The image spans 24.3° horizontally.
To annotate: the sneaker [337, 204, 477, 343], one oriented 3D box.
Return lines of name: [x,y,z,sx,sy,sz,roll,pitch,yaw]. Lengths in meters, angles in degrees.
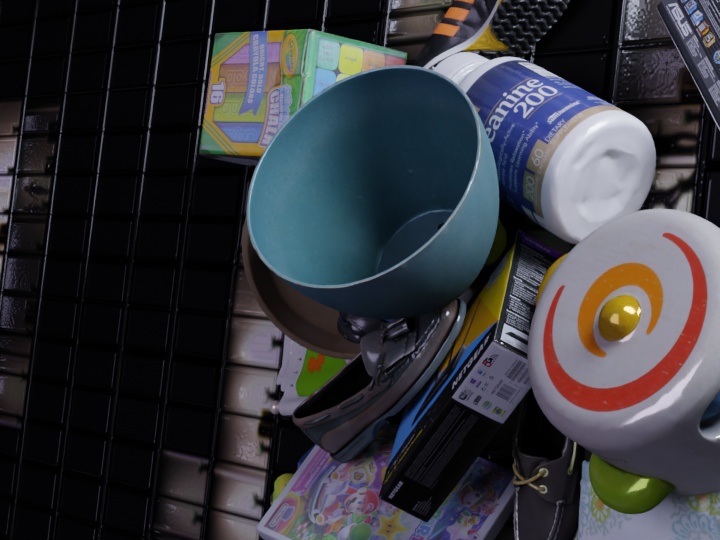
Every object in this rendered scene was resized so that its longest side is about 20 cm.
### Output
sneaker: [0.000,0.000,1.448,0.111,0.200,0.077,-48,6,9]

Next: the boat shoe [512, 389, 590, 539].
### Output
boat shoe: [0.150,0.145,1.340,0.072,0.060,0.203,12,93,49]

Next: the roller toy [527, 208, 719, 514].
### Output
roller toy: [0.217,0.054,1.190,0.182,0.139,0.201,-29,48,31]

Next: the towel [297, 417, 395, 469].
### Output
towel: [0.015,0.224,1.496,0.112,0.048,0.201,-46,51,34]

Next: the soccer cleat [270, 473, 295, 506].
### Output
soccer cleat: [-0.013,0.242,1.456,0.084,0.065,0.200,-39,45,2]

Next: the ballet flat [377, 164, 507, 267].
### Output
ballet flat: [0.044,-0.074,1.422,0.200,0.067,0.067,44,123,0]

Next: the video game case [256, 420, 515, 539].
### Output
video game case: [0.025,0.201,1.418,0.199,0.018,0.143,18,59,37]

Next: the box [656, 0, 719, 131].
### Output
box: [0.318,-0.166,1.211,0.160,0.044,0.201,-45,52,35]

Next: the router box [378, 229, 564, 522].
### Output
router box: [0.091,0.086,1.351,0.200,0.051,0.149,-58,8,37]

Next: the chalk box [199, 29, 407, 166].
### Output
chalk box: [-0.042,-0.157,1.573,0.199,0.124,0.125,7,88,49]

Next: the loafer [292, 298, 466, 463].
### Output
loafer: [0.012,0.086,1.395,0.200,0.063,0.072,-52,15,34]

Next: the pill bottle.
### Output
pill bottle: [0.136,-0.108,1.362,0.200,0.111,0.112,37,111,46]

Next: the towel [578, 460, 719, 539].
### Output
towel: [0.237,0.232,1.233,0.199,0.048,0.172,0,83,50]

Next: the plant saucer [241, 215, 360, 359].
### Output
plant saucer: [-0.008,-0.019,1.501,0.199,0.029,0.201,3,105,12]

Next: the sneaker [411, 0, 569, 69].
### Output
sneaker: [0.106,-0.217,1.464,0.200,0.070,0.090,-43,37,36]

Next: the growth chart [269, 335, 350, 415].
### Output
growth chart: [-0.037,0.046,1.594,0.144,0.018,0.201,-21,58,46]

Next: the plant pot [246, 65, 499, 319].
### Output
plant pot: [0.028,-0.041,1.315,0.199,0.135,0.201,-15,53,21]
